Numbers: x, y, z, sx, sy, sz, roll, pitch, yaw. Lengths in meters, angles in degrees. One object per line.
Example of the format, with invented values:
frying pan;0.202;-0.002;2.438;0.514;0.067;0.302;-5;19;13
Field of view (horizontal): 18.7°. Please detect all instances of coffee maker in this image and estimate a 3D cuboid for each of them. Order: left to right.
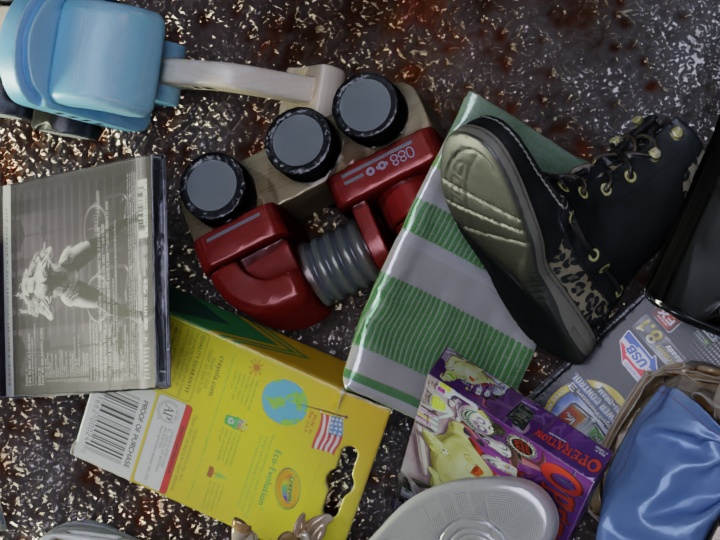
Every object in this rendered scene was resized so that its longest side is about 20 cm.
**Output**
coffee maker;0.246;-0.063;1.320;0.192;0.135;0.200;30;106;33

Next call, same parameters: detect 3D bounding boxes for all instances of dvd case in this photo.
dvd case;-0.187;0.008;1.457;0.200;0.016;0.149;-7;83;51

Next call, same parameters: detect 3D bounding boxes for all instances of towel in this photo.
towel;0.076;0.005;1.398;0.023;0.152;0.200;28;92;48

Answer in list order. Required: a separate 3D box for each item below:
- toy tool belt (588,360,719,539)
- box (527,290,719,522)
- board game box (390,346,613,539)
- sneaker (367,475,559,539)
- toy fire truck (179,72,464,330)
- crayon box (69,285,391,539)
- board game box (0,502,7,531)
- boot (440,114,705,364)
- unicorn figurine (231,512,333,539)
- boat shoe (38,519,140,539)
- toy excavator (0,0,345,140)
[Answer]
toy tool belt;0.191;0.153;1.336;0.125;0.123;0.201;22;92;12
box;0.219;0.116;1.417;0.160;0.044;0.200;-42;80;6
board game box;0.084;0.132;1.372;0.120;0.200;0.032;29;61;10
sneaker;0.052;0.173;1.376;0.200;0.112;0.073;-30;84;27
toy fire truck;0.000;0.000;1.442;0.176;0.129;0.200;-27;72;9
crayon box;-0.081;0.102;1.458;0.200;0.051;0.127;24;109;12
board game box;-0.337;0.102;1.534;0.134;0.034;0.201;-16;83;9
boot;0.138;-0.056;1.364;0.154;0.204;0.073;-46;45;-18
unicorn figurine;-0.099;0.234;1.387;0.199;0.138;0.074;-13;39;-21
boat shoe;-0.128;0.215;1.459;0.201;0.086;0.075;20;91;12
toy excavator;-0.138;-0.133;1.468;0.200;0.194;0.100;9;88;40
